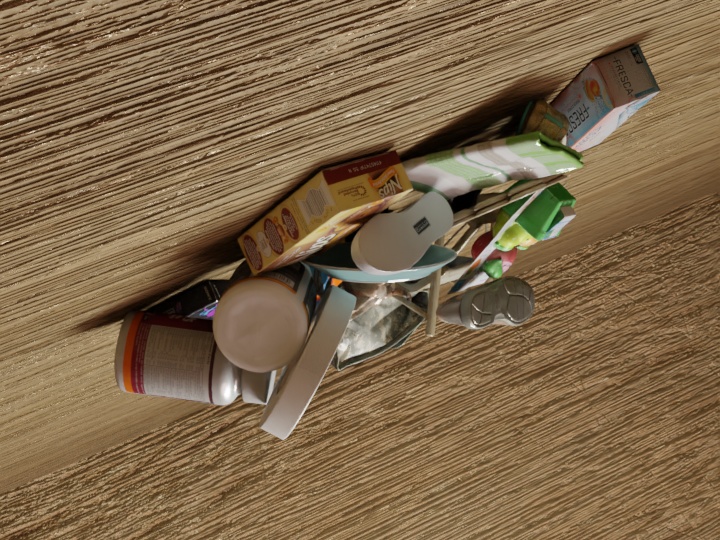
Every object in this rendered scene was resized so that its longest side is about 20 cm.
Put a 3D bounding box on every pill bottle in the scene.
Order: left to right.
[{"bbox_3d":[-0.213,0.117,1.712,0.198,0.111,0.110,7,174,5],"label":"pill bottle"},{"bbox_3d":[-0.114,0.042,1.632,0.116,0.117,0.200,-25,-167,10],"label":"pill bottle"}]

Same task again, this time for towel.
[{"bbox_3d":[0.149,-0.121,1.551,0.199,0.031,0.149,-10,170,30],"label":"towel"}]

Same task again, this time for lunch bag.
[{"bbox_3d":[-0.001,0.064,2.118,0.199,0.119,0.164,-21,-154,-27],"label":"lunch bag"}]

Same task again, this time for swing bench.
[{"bbox_3d":[0.139,-0.030,1.978,0.198,0.129,0.201,-11,128,-57],"label":"swing bench"}]

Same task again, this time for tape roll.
[{"bbox_3d":[-0.066,0.113,1.633,0.204,0.037,0.203,-62,-176,8],"label":"tape roll"}]

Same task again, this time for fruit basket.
[{"bbox_3d":[0.216,-0.043,1.845,0.201,0.094,0.185,-56,165,16],"label":"fruit basket"}]

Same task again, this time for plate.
[{"bbox_3d":[0.022,-0.009,1.631,0.198,0.026,0.200,0,-169,0],"label":"plate"}]

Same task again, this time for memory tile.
[{"bbox_3d":[0.164,-0.083,1.687,0.199,0.017,0.153,-23,180,27],"label":"memory tile"}]

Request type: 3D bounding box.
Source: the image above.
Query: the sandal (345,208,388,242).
[{"bbox_3d":[0.005,-0.069,1.706,0.075,0.048,0.200,-20,-174,-7],"label":"sandal"}]

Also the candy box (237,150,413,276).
[{"bbox_3d":[-0.044,-0.064,1.506,0.115,0.056,0.200,-19,171,-39],"label":"candy box"}]

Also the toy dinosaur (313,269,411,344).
[{"bbox_3d":[0.000,0.000,1.761,0.134,0.201,0.086,0,137,19],"label":"toy dinosaur"}]

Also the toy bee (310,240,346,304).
[{"bbox_3d":[-0.088,0.010,1.812,0.200,0.108,0.132,-34,149,-35],"label":"toy bee"}]

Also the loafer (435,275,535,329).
[{"bbox_3d":[0.180,0.046,1.859,0.062,0.073,0.199,-2,-178,35],"label":"loafer"}]

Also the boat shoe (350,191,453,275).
[{"bbox_3d":[0.037,-0.036,1.542,0.068,0.072,0.200,-31,-176,37],"label":"boat shoe"}]

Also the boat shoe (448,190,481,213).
[{"bbox_3d":[0.144,-0.117,1.736,0.066,0.057,0.200,-23,173,-6],"label":"boat shoe"}]

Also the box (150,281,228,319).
[{"bbox_3d":[-0.230,0.059,1.861,0.142,0.036,0.200,-27,174,13],"label":"box"}]

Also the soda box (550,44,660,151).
[{"bbox_3d":[0.285,-0.200,1.586,0.068,0.064,0.200,-22,173,-15],"label":"soda box"}]

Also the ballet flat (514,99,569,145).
[{"bbox_3d":[0.220,-0.156,1.626,0.070,0.071,0.200,-23,171,-6],"label":"ballet flat"}]
